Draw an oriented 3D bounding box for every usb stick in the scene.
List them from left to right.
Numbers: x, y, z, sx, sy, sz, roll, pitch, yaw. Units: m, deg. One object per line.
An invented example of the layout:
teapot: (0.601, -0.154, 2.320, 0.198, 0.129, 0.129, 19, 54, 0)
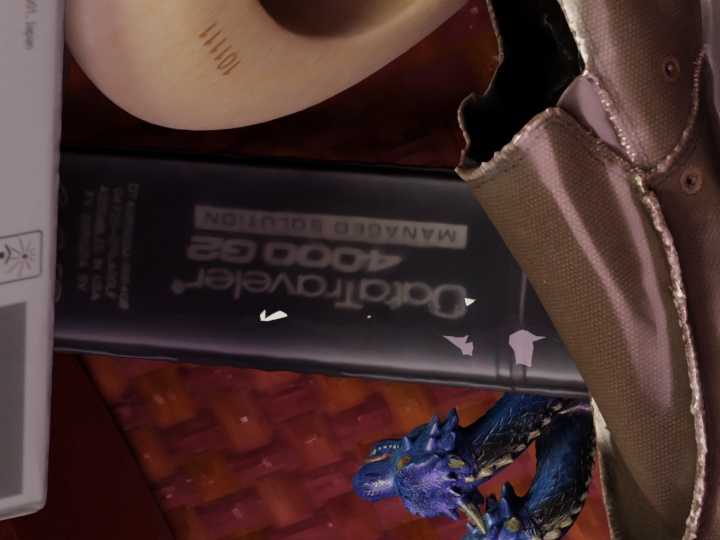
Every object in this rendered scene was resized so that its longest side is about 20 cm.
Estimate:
usb stick: (0.000, 0.000, 0.730, 0.199, 0.033, 0.056, 4, 87, 11)

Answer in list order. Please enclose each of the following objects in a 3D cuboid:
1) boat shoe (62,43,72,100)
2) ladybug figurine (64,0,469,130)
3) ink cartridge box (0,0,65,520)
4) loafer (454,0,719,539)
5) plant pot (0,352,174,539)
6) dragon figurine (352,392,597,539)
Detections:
boat shoe: (-0.081, -0.112, 0.703, 0.072, 0.072, 0.201, -10, 128, -34)
ladybug figurine: (0.000, -0.122, 0.661, 0.200, 0.072, 0.136, -44, 143, -8)
ink cartridge box: (-0.120, -0.067, 0.670, 0.043, 0.174, 0.201, -10, 123, -25)
loafer: (0.052, -0.021, 0.649, 0.071, 0.073, 0.201, -12, 96, -19)
plant pot: (-0.143, 0.113, 0.772, 0.199, 0.200, 0.177, -9, 112, 3)
dragon figurine: (0.095, 0.021, 0.768, 0.199, 0.100, 0.059, -21, 122, 11)
